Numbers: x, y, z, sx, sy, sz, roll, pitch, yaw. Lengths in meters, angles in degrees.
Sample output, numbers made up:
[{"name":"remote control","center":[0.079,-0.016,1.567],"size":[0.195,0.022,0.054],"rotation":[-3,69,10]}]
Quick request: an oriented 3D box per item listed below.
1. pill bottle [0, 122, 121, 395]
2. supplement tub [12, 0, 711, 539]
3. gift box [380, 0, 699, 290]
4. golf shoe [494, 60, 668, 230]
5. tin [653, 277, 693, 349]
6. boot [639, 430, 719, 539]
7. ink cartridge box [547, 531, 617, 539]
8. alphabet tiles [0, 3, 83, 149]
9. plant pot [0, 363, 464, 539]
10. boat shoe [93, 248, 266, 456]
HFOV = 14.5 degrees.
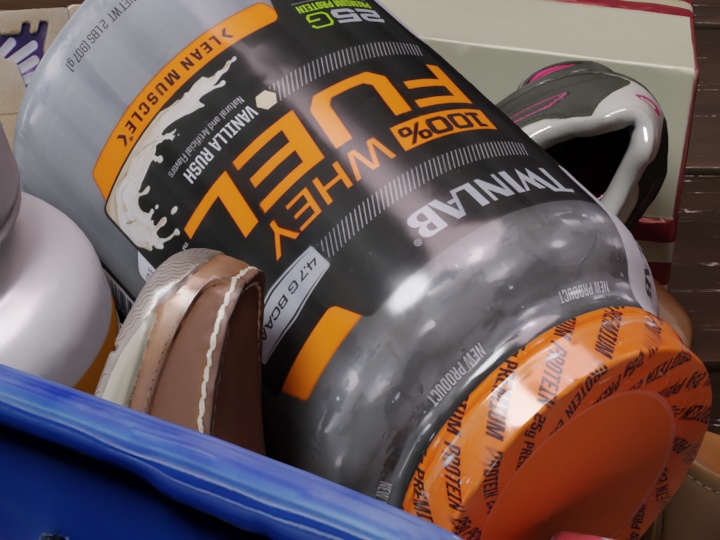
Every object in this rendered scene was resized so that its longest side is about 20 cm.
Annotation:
[{"name":"pill bottle","center":[-0.116,0.047,0.801],"size":[0.110,0.201,0.111],"rotation":[-9,35,7]},{"name":"supplement tub","center":[0.000,0.000,0.805],"size":[0.122,0.123,0.200],"rotation":[-16,47,-38]},{"name":"gift box","center":[0.024,-0.039,1.054],"size":[0.186,0.186,0.200],"rotation":[7,17,3]},{"name":"golf shoe","center":[0.018,0.008,0.904],"size":[0.077,0.200,0.088],"rotation":[44,-1,-4]},{"name":"tin","center":[0.049,0.068,0.902],"size":[0.042,0.112,0.200],"rotation":[40,39,-10]},{"name":"boot","center":[0.159,0.100,0.915],"size":[0.154,0.074,0.200],"rotation":[17,-6,-20]},{"name":"ink cartridge box","center":[0.095,0.170,0.685],"size":[0.146,0.083,0.200],"rotation":[10,40,11]},{"name":"alphabet tiles","center":[-0.071,0.012,0.932],"size":[0.166,0.201,0.006],"rotation":[-6,0,-23]},{"name":"plant pot","center":[-0.106,0.145,0.629],"size":[0.199,0.181,0.200],"rotation":[17,26,35]},{"name":"boat shoe","center":[-0.035,0.093,0.740],"size":[0.071,0.201,0.076],"rotation":[9,17,14]}]
